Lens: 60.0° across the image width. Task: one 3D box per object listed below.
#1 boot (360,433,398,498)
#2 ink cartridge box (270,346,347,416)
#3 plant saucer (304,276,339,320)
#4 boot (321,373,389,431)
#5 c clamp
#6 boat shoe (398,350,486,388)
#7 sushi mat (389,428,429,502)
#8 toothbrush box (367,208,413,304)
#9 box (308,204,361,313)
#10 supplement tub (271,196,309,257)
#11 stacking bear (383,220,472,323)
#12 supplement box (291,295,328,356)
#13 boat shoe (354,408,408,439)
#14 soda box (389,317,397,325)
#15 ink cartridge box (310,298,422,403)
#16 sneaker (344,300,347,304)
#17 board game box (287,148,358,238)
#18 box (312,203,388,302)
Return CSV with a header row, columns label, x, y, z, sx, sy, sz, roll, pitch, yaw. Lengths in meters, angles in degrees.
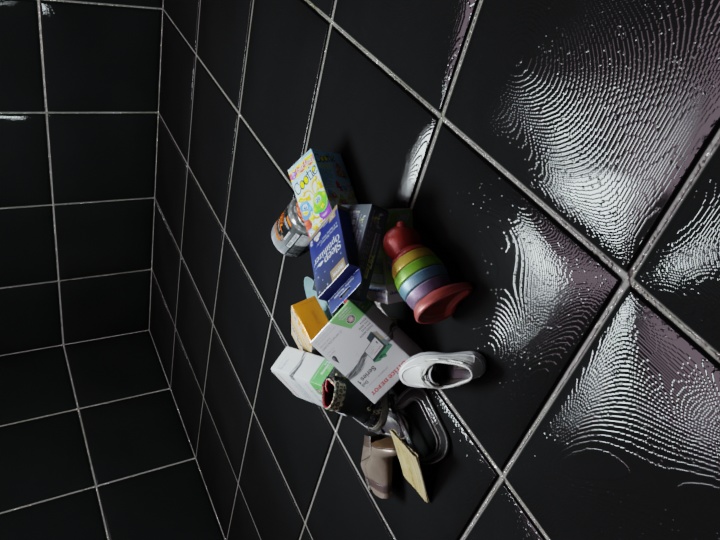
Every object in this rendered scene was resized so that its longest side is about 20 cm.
label,x,y,z,sx,sy,sz,roll,pitch,yaw
boot,0.058,0.483,1.527,0.200,0.070,0.146,168,96,-69
ink cartridge box,-0.117,0.289,1.649,0.200,0.084,0.146,10,145,41
plant saucer,-0.092,0.103,1.686,0.201,0.039,0.201,55,158,34
boot,-0.008,0.256,1.447,0.073,0.154,0.204,-40,35,41
c clamp,0.119,0.353,1.412,0.171,0.027,0.200,-51,53,29
boat shoe,0.151,0.204,1.238,0.200,0.066,0.072,-9,98,38
sushi mat,0.112,0.440,1.400,0.096,0.012,0.200,42,156,44
toothbrush box,0.048,-0.036,1.395,0.146,0.086,0.200,10,107,59
box,-0.055,-0.025,1.287,0.121,0.032,0.200,-47,42,36
supplement tub,-0.156,-0.126,1.684,0.200,0.122,0.123,-41,62,55
stacking bear,0.113,-0.005,1.251,0.200,0.114,0.121,61,144,25
supplement box,-0.132,0.172,1.702,0.126,0.073,0.200,59,162,22
boat shoe,0.040,0.368,1.529,0.200,0.065,0.072,15,107,54
soda box,0.012,0.144,1.521,0.200,0.068,0.064,1,97,60
ink cartridge box,0.015,0.169,1.371,0.200,0.084,0.146,43,109,3
sneaker,0.000,0.000,1.523,0.085,0.077,0.200,24,120,33
board game box,-0.087,-0.184,1.547,0.103,0.105,0.200,-34,67,39
box,-0.023,-0.040,1.322,0.158,0.051,0.200,7,82,59
